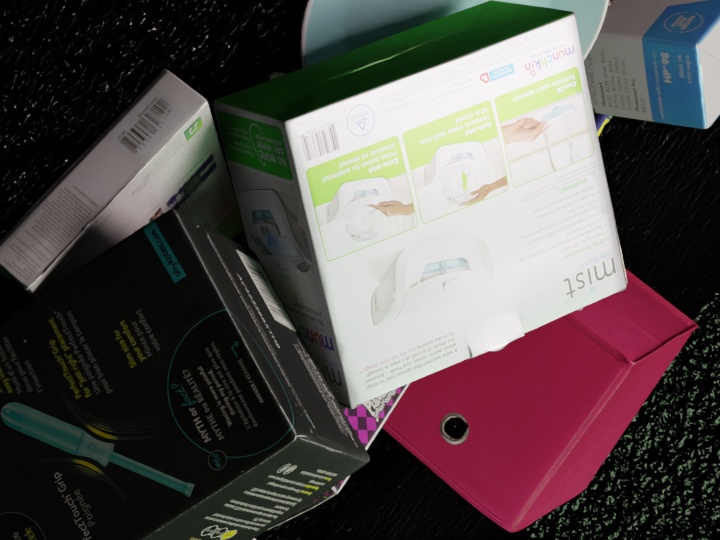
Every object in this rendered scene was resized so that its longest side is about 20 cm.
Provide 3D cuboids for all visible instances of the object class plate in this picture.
[{"bbox_3d":[0.056,-0.160,1.407,0.200,0.026,0.201,-11,131,-13],"label":"plate"}]

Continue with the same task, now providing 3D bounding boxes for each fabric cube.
[{"bbox_3d":[0.152,0.085,2.106,0.200,0.196,0.200,-56,164,22],"label":"fabric cube"}]

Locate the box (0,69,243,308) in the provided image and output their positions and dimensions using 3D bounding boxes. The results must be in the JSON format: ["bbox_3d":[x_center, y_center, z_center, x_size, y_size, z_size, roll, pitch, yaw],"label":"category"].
[{"bbox_3d":[-0.135,-0.018,1.332,0.144,0.036,0.200,-47,164,-13],"label":"box"}]

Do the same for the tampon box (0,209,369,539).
[{"bbox_3d":[-0.127,0.090,1.260,0.200,0.150,0.126,-33,161,10],"label":"tampon box"}]

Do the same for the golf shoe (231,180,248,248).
[{"bbox_3d":[-0.080,0.017,1.501,0.200,0.073,0.092,-55,166,14],"label":"golf shoe"}]

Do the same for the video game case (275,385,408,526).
[{"bbox_3d":[-0.052,0.120,1.624,0.181,0.036,0.200,-29,-165,35],"label":"video game case"}]

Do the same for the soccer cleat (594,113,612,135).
[{"bbox_3d":[0.166,-0.130,1.640,0.084,0.065,0.200,-29,-168,38],"label":"soccer cleat"}]

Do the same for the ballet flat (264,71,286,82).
[{"bbox_3d":[-0.032,-0.023,1.407,0.066,0.057,0.201,-79,162,-77],"label":"ballet flat"}]

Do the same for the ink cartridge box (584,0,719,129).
[{"bbox_3d":[0.165,-0.164,1.558,0.116,0.200,0.067,-48,137,-39],"label":"ink cartridge box"}]

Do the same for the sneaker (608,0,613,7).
[{"bbox_3d":[0.081,-0.166,1.468,0.200,0.106,0.075,-47,164,-16],"label":"sneaker"}]

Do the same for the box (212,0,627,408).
[{"bbox_3d":[0.039,-0.042,1.345,0.200,0.097,0.177,-23,112,-24],"label":"box"}]
